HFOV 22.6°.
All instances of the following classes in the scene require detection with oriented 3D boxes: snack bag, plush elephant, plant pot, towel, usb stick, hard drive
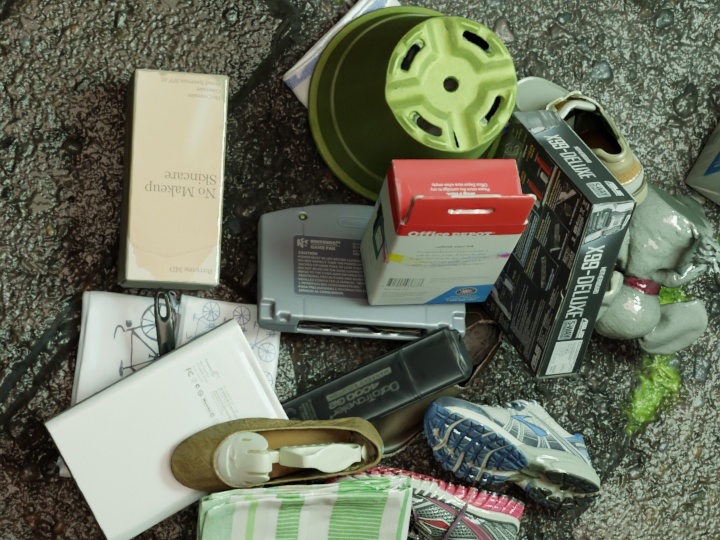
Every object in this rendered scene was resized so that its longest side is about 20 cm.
[{"bbox_3d":[-0.181,0.114,1.720,0.200,0.021,0.189,8,84,-11],"label":"snack bag"},{"bbox_3d":[0.267,-0.001,1.760,0.165,0.200,0.155,27,108,-29],"label":"plush elephant"},{"bbox_3d":[0.064,-0.162,1.684,0.200,0.190,0.200,0,90,-11],"label":"plant pot"},{"bbox_3d":[0.037,-0.169,1.787,0.147,0.024,0.200,-44,95,-11],"label":"towel"},{"bbox_3d":[0.012,0.115,1.712,0.200,0.033,0.056,-26,79,14],"label":"usb stick"},{"bbox_3d":[-0.054,0.261,1.678,0.200,0.023,0.153,-4,122,-14],"label":"towel"},{"bbox_3d":[-0.174,0.149,1.665,0.200,0.027,0.132,-29,98,-16],"label":"hard drive"}]

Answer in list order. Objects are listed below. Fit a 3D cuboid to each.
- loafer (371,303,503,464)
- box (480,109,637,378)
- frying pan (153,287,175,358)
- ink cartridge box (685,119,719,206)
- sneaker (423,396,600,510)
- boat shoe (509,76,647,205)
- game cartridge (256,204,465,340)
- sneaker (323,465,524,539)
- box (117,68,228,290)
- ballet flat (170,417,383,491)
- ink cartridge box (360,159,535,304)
[{"bbox_3d":[0.063,0.105,1.745,0.073,0.071,0.200,44,78,-5],"label":"loafer"},{"bbox_3d":[0.172,-0.025,1.681,0.050,0.158,0.200,-5,127,-26],"label":"box"},{"bbox_3d":[-0.190,0.126,1.687,0.115,0.031,0.190,-29,94,-15],"label":"frying pan"},{"bbox_3d":[0.419,-0.162,1.818,0.067,0.116,0.200,32,81,-7],"label":"ink cartridge box"},{"bbox_3d":[0.143,0.163,1.750,0.200,0.077,0.085,28,41,-26],"label":"sneaker"},{"bbox_3d":[0.207,-0.139,1.736,0.075,0.200,0.068,-32,137,-13],"label":"boat shoe"},{"bbox_3d":[0.000,0.000,1.733,0.200,0.041,0.133,5,63,-9],"label":"game cartridge"},{"bbox_3d":[0.060,0.234,1.731,0.200,0.081,0.075,15,85,-11],"label":"sneaker"},{"bbox_3d":[-0.178,-0.083,1.707,0.095,0.078,0.200,2,85,-12],"label":"box"},{"bbox_3d":[-0.070,0.170,1.645,0.200,0.072,0.068,-1,95,-18],"label":"ballet flat"},{"bbox_3d":[0.076,-0.042,1.626,0.116,0.200,0.067,-1,63,-13],"label":"ink cartridge box"}]
